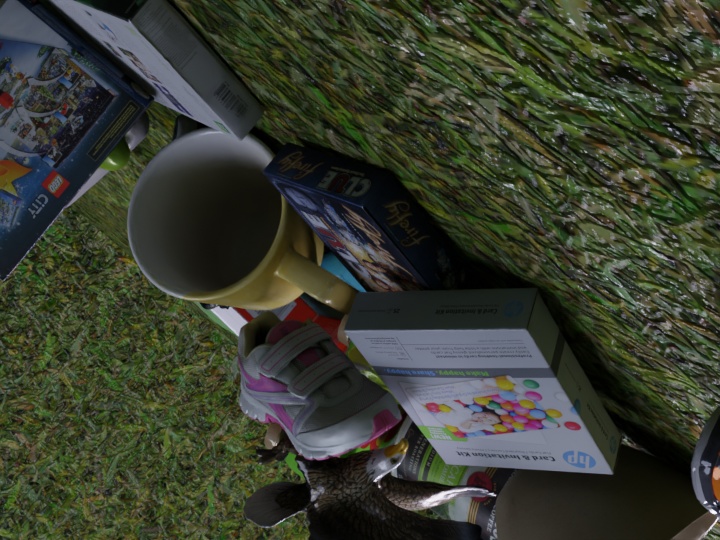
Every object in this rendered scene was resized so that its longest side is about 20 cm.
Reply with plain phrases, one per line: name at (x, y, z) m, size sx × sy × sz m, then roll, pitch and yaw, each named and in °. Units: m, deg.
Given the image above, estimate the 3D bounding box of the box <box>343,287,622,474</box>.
box at (0.099, 0.089, 1.022) m, size 0.156 × 0.041 × 0.200 m, roll -1°, pitch 143°, yaw 32°

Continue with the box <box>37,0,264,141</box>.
box at (-0.179, -0.182, 1.029) m, size 0.200 × 0.036 × 0.144 m, roll 27°, pitch 166°, yaw 44°

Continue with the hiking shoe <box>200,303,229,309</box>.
hiking shoe at (-0.134, -0.001, 1.416) m, size 0.076 × 0.101 × 0.200 m, roll 60°, pitch -173°, yaw 17°

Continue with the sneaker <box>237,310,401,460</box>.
sneaker at (-0.047, 0.089, 1.072) m, size 0.200 × 0.081 × 0.088 m, roll 15°, pitch 128°, yaw 49°

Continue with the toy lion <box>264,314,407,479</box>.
toy lion at (0.007, 0.131, 1.307) m, size 0.069 × 0.200 × 0.192 m, roll 30°, pitch 167°, yaw 25°

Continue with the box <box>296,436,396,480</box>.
box at (0.036, 0.180, 1.437) m, size 0.117 × 0.200 × 0.060 m, roll 40°, pitch 170°, yaw -18°

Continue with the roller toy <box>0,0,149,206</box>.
roller toy at (-0.297, -0.152, 1.180) m, size 0.182 × 0.140 × 0.200 m, roll 48°, pitch -178°, yaw -16°

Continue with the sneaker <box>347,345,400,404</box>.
sneaker at (0.088, 0.064, 1.129) m, size 0.199 × 0.105 × 0.076 m, roll 4°, pitch 140°, yaw 18°

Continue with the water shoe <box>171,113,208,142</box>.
water shoe at (-0.134, -0.094, 1.239) m, size 0.079 × 0.072 × 0.200 m, roll 9°, pitch 166°, yaw 2°

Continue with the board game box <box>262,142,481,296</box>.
board game box at (0.024, -0.013, 1.031) m, size 0.135 × 0.035 × 0.200 m, roll 22°, pitch 159°, yaw 51°

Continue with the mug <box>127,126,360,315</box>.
mug at (-0.097, -0.016, 1.147) m, size 0.187 × 0.149 × 0.153 m, roll 65°, pitch -169°, yaw 21°

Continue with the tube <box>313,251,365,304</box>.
tube at (0.000, 0.000, 1.211) m, size 0.077 × 0.050 × 0.200 m, roll 30°, pitch 166°, yaw -13°

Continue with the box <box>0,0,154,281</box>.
box at (-0.284, -0.108, 1.069) m, size 0.137 × 0.200 × 0.038 m, roll 40°, pitch -164°, yaw -12°

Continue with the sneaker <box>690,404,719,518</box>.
sneaker at (0.282, 0.140, 0.774) m, size 0.200 × 0.078 × 0.112 m, roll 32°, pitch 172°, yaw -42°

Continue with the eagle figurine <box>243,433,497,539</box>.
eagle figurine at (0.012, 0.196, 1.133) m, size 0.200 × 0.152 × 0.151 m, roll 40°, pitch 158°, yaw -10°

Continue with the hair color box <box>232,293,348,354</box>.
hair color box at (-0.058, 0.045, 1.376) m, size 0.101 × 0.061 × 0.200 m, roll 43°, pitch -171°, yaw 20°

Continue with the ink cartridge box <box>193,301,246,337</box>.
ink cartridge box at (-0.175, -0.006, 1.618) m, size 0.059 × 0.104 × 0.200 m, roll 30°, pitch 168°, yaw 34°

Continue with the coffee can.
coffee can at (0.150, 0.212, 1.328) m, size 0.200 × 0.146 × 0.146 m, roll 31°, pitch 168°, yaw 36°

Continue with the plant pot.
plant pot at (0.195, 0.222, 1.132) m, size 0.135 × 0.200 × 0.200 m, roll 48°, pitch 175°, yaw 23°
